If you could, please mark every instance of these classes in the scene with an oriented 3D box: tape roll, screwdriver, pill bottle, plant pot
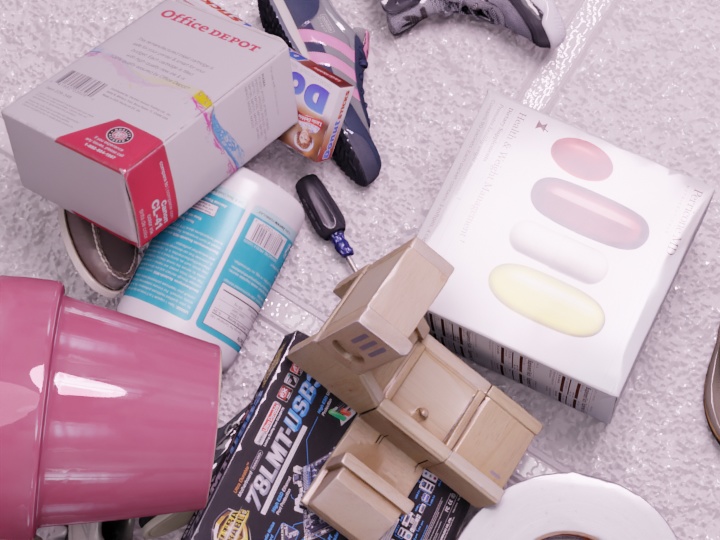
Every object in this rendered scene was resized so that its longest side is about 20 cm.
[{"bbox_3d":[0.167,0.267,1.275,0.199,0.066,0.201,-1,78,5],"label":"tape roll"},{"bbox_3d":[0.000,0.000,1.369,0.029,0.028,0.200,-41,72,24],"label":"screwdriver"},{"bbox_3d":[-0.136,0.012,1.337,0.110,0.111,0.201,25,80,10],"label":"pill bottle"},{"bbox_3d":[-0.201,0.111,1.205,0.178,0.200,0.201,6,77,-8],"label":"plant pot"}]

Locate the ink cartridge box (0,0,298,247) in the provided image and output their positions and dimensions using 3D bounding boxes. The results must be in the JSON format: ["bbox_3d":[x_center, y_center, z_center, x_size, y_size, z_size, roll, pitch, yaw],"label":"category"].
[{"bbox_3d":[-0.169,-0.126,1.293,0.147,0.086,0.200,26,49,31],"label":"ink cartridge box"}]

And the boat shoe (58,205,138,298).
[{"bbox_3d":[-0.216,-0.069,1.354,0.059,0.072,0.201,-31,49,24],"label":"boat shoe"}]

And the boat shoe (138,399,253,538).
[{"bbox_3d":[-0.112,0.146,1.323,0.199,0.075,0.066,-37,75,-5],"label":"boat shoe"}]

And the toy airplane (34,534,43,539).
[{"bbox_3d":[-0.315,0.334,1.265,0.200,0.141,0.199,-36,44,10],"label":"toy airplane"}]

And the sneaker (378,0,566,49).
[{"bbox_3d":[0.083,-0.239,1.397,0.114,0.076,0.200,-44,71,-5],"label":"sneaker"}]

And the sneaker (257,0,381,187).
[{"bbox_3d":[-0.015,-0.174,1.394,0.082,0.070,0.201,-24,84,-17],"label":"sneaker"}]

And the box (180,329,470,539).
[{"bbox_3d":[-0.016,0.182,1.272,0.198,0.050,0.201,29,71,-9],"label":"box"}]

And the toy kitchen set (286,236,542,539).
[{"bbox_3d":[0.042,0.116,1.184,0.200,0.180,0.163,38,69,-8],"label":"toy kitchen set"}]

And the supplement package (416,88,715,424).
[{"bbox_3d":[0.156,-0.008,1.298,0.199,0.147,0.192,24,80,11],"label":"supplement package"}]

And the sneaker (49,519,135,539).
[{"bbox_3d":[-0.224,0.174,1.309,0.081,0.075,0.201,-30,65,33],"label":"sneaker"}]

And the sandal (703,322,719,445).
[{"bbox_3d":[0.338,0.064,1.312,0.081,0.055,0.201,14,79,8],"label":"sandal"}]

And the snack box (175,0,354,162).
[{"bbox_3d":[-0.094,-0.171,1.376,0.200,0.024,0.072,34,117,28],"label":"snack box"}]
